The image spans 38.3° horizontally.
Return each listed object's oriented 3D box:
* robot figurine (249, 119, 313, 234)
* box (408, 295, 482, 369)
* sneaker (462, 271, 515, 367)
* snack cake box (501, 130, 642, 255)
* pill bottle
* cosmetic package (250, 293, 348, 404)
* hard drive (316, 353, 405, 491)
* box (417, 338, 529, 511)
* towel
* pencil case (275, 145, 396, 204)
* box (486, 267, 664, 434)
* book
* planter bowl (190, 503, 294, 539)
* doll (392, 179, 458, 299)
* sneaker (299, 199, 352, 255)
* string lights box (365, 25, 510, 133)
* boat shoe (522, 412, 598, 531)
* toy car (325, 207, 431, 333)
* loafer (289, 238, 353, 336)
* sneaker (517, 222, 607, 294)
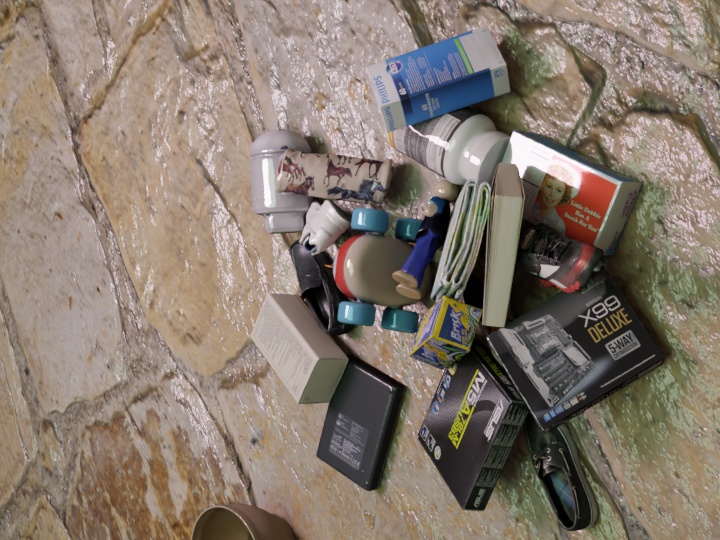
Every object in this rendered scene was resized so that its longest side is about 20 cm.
[{"bbox_3d":[-0.143,-0.168,1.879,0.170,0.112,0.202,175,91,-75],"label":"robot figurine"},{"bbox_3d":[0.128,0.098,1.595,0.200,0.064,0.071,121,169,-75],"label":"box"},{"bbox_3d":[0.215,0.093,1.605,0.075,0.092,0.201,-20,51,-2],"label":"sneaker"},{"bbox_3d":[0.297,-0.116,1.522,0.200,0.067,0.116,33,113,36],"label":"snack cake box"},{"bbox_3d":[0.142,-0.205,1.624,0.200,0.116,0.117,34,114,34],"label":"pill bottle"},{"bbox_3d":[-0.113,0.139,1.874,0.200,0.073,0.104,49,123,41],"label":"cosmetic package"},{"bbox_3d":[-0.003,0.267,1.831,0.139,0.033,0.201,27,110,38],"label":"hard drive"},{"bbox_3d":[0.173,0.236,1.618,0.193,0.047,0.201,-122,48,-58],"label":"box"},{"bbox_3d":[0.153,-0.037,1.568,0.048,0.200,0.172,16,82,2],"label":"towel"},{"bbox_3d":[-0.041,-0.161,1.747,0.198,0.090,0.078,7,131,1],"label":"pencil case"},{"bbox_3d":[0.305,0.113,1.476,0.199,0.050,0.158,-31,69,4],"label":"box"},{"bbox_3d":[0.205,-0.038,1.498,0.048,0.134,0.201,5,116,7],"label":"book"},{"bbox_3d":[-0.209,0.532,1.962,0.199,0.134,0.202,3,94,41],"label":"planter bowl"},{"bbox_3d":[0.111,-0.060,1.645,0.048,0.137,0.201,17,65,20],"label":"doll"},{"bbox_3d":[-0.074,-0.069,1.792,0.074,0.200,0.087,40,81,-4],"label":"sneaker"},{"bbox_3d":[0.117,-0.294,1.586,0.199,0.059,0.103,-18,50,3],"label":"string lights box"},{"bbox_3d":[0.292,0.294,1.554,0.069,0.056,0.201,-38,68,36],"label":"boat shoe"},{"bbox_3d":[0.000,0.000,1.738,0.199,0.176,0.186,3,83,54],"label":"toy car"},{"bbox_3d":[-0.078,0.027,1.861,0.068,0.070,0.201,-44,65,34],"label":"loafer"},{"bbox_3d":[0.270,-0.019,1.442,0.071,0.098,0.200,-56,9,-4],"label":"sneaker"}]
